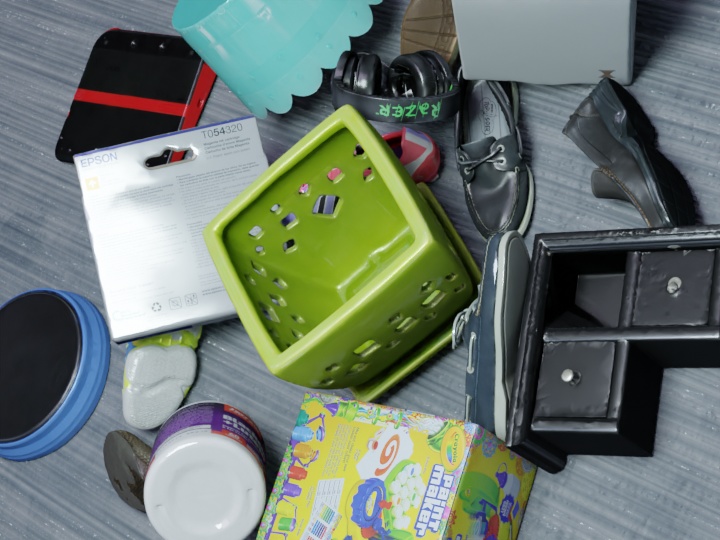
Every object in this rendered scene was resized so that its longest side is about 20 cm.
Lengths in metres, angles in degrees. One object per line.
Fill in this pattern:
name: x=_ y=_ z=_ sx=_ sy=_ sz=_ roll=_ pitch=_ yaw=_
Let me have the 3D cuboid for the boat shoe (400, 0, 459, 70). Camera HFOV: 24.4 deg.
boat shoe: x=0.094 y=-0.283 z=1.728 sx=0.072 sy=0.065 sz=0.200 roll=13 pitch=94 yaw=32

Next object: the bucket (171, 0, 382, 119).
bucket: x=-0.092 y=-0.280 z=1.765 sx=0.207 sy=0.135 sz=0.207 roll=-37 pitch=28 yaw=23

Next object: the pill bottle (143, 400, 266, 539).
pill bottle: x=-0.145 y=0.186 z=1.582 sx=0.111 sy=0.111 sz=0.200 roll=-49 pitch=9 yaw=5

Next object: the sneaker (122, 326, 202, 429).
sneaker: x=-0.217 y=0.070 z=1.781 sx=0.105 sy=0.076 sz=0.200 roll=5 pitch=77 yaw=64

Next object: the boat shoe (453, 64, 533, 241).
boat shoe: x=0.123 y=-0.120 z=1.626 sx=0.074 sy=0.066 sz=0.200 roll=-12 pitch=62 yaw=30

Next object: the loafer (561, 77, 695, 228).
loafer: x=0.247 y=-0.087 z=1.530 sx=0.072 sy=0.073 sz=0.200 roll=-41 pitch=41 yaw=23

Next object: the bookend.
bookend: x=0.243 y=0.071 z=1.435 sx=0.199 sy=0.092 sz=0.200 roll=-2 pitch=68 yaw=34

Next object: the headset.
headset: x=0.028 y=-0.172 z=1.660 sx=0.200 sy=0.123 sz=0.094 roll=-115 pitch=25 yaw=-65

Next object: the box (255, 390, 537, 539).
box: x=0.025 y=0.232 z=1.488 sx=0.193 sy=0.122 sz=0.200 roll=8 pitch=73 yaw=37

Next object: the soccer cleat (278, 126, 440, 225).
soccer cleat: x=-0.013 y=-0.099 z=1.703 sx=0.200 sy=0.076 sz=0.067 roll=-17 pitch=60 yaw=27

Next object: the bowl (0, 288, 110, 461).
bowl: x=-0.371 y=0.113 z=1.873 sx=0.201 sy=0.039 sz=0.201 roll=-15 pitch=60 yaw=29

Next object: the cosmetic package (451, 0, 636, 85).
cosmetic package: x=0.181 y=-0.301 z=1.580 sx=0.167 sy=0.166 sz=0.200 roll=3 pitch=68 yaw=9

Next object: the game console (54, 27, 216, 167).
game console: x=-0.262 y=-0.198 z=1.959 sx=0.200 sy=0.031 sz=0.177 roll=12 pitch=80 yaw=38

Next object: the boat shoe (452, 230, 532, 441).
boat shoe: x=0.119 y=0.059 z=1.494 sx=0.062 sy=0.075 sz=0.200 roll=10 pitch=116 yaw=32

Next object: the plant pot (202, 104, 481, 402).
plant pot: x=0.000 y=0.000 z=1.579 sx=0.200 sy=0.181 sz=0.199 roll=-39 pitch=52 yaw=13

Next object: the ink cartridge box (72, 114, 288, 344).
ink cartridge box: x=-0.179 y=-0.042 z=1.715 sx=0.196 sy=0.043 sz=0.200 roll=-13 pitch=81 yaw=-3

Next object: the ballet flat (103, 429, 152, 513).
ballet flat: x=-0.202 y=0.222 z=1.705 sx=0.200 sy=0.046 sz=0.067 roll=31 pitch=120 yaw=45
